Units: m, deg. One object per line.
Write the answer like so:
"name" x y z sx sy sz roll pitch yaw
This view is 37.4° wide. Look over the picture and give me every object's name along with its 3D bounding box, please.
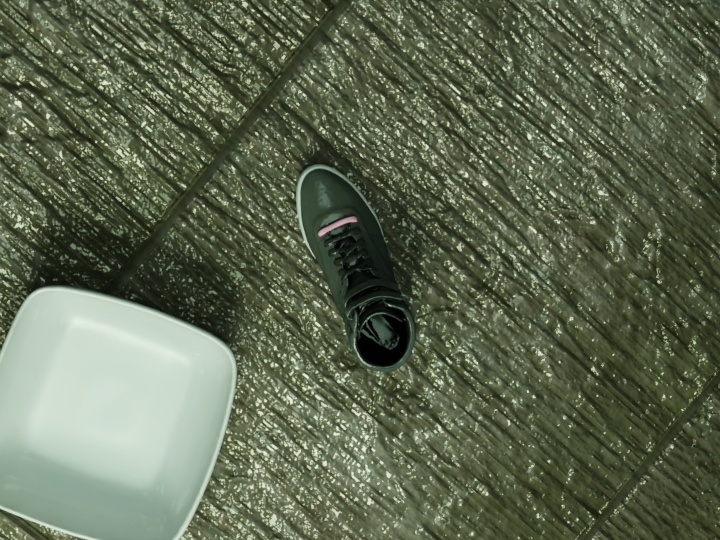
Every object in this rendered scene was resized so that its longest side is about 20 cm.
"bowl" -0.217 0.122 0.922 0.198 0.075 0.202 20 92 -8
"sneaker" 0.000 0.000 0.930 0.070 0.099 0.202 -22 96 -4
